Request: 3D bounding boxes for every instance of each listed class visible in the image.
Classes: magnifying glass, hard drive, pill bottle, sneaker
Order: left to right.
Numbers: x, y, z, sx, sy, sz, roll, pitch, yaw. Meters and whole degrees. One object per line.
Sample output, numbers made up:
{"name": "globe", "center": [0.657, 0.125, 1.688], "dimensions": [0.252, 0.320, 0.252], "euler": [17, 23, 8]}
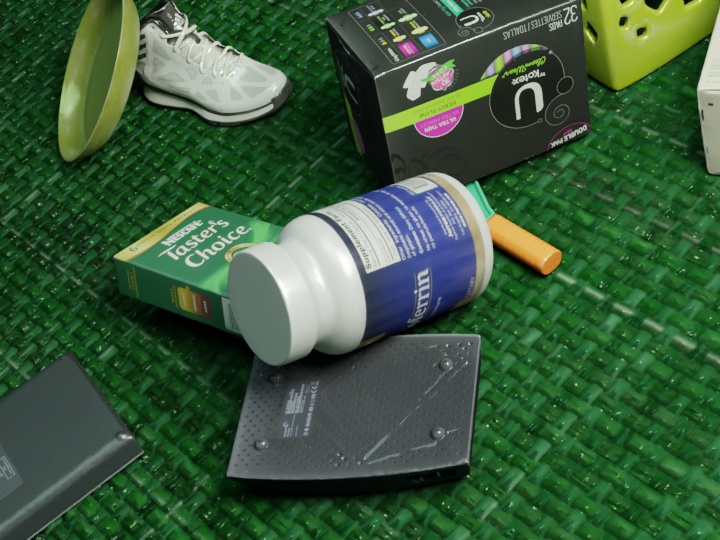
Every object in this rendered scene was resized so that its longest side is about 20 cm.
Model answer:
{"name": "hard drive", "center": [-0.301, 0.171, 1.152], "dimensions": [0.199, 0.033, 0.139], "euler": [-37, 46, -12]}
{"name": "sneaker", "center": [-0.171, -0.222, 1.399], "dimensions": [0.199, 0.116, 0.076], "euler": [12, 55, 31]}
{"name": "hard drive", "center": [-0.001, 0.117, 1.066], "dimensions": [0.198, 0.042, 0.136], "euler": [-6, 48, 19]}
{"name": "pill bottle", "center": [0.000, 0.000, 1.077], "dimensions": [0.199, 0.117, 0.116], "euler": [-20, 39, -30]}
{"name": "magnifying glass", "center": [0.101, -0.049, 1.191], "dimensions": [0.079, 0.022, 0.200], "euler": [-40, 47, -16]}

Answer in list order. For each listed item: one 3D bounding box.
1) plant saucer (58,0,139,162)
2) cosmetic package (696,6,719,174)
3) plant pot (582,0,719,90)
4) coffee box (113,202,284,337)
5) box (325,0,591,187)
{"name": "plant saucer", "center": [-0.277, -0.211, 1.422], "dimensions": [0.200, 0.031, 0.202], "euler": [-35, 48, 52]}
{"name": "cosmetic package", "center": [0.349, -0.188, 1.155], "dimensions": [0.073, 0.104, 0.201], "euler": [6, 53, 26]}
{"name": "plant pot", "center": [0.247, -0.327, 1.272], "dimensions": [0.198, 0.182, 0.200], "euler": [-34, 44, -9]}
{"name": "coffee box", "center": [-0.112, 0.001, 1.195], "dimensions": [0.199, 0.044, 0.123], "euler": [17, 38, 35]}
{"name": "box", "center": [0.089, -0.176, 1.204], "dimensions": [0.199, 0.149, 0.125], "euler": [-23, 41, -10]}
